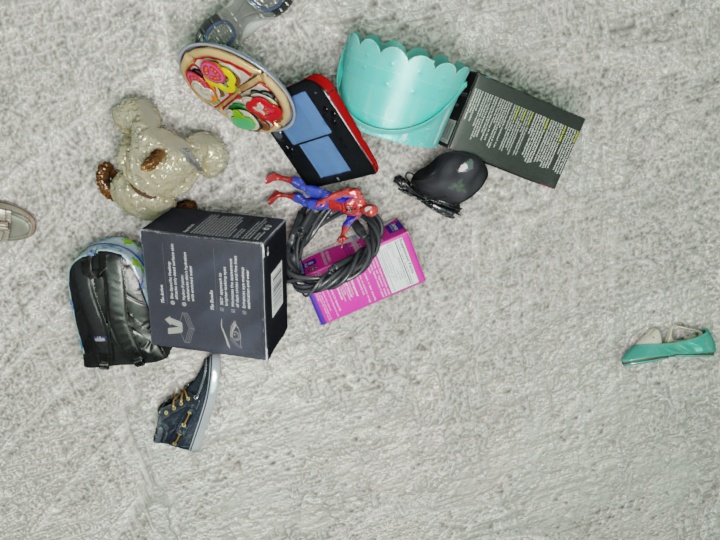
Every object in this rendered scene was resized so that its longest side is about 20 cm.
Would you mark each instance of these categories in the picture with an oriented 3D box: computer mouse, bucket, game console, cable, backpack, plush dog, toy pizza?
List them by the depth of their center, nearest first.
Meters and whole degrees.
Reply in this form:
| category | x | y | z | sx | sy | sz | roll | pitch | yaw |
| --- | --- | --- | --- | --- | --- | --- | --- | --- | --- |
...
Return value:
| category | x | y | z | sx | sy | sz | roll | pitch | yaw |
| --- | --- | --- | --- | --- | --- | --- | --- | --- | --- |
| toy pizza | -0.194 | -0.272 | 1.143 | 0.200 | 0.200 | 0.032 | 30 | 69 | -16 |
| bucket | 0.058 | -0.286 | 1.174 | 0.206 | 0.207 | 0.135 | 11 | 110 | -12 |
| game console | -0.074 | -0.215 | 1.183 | 0.031 | 0.200 | 0.177 | -41 | 112 | -29 |
| plush dog | -0.333 | -0.150 | 1.194 | 0.199 | 0.161 | 0.172 | 24 | 129 | -13 |
| computer mouse | 0.141 | -0.135 | 1.232 | 0.138 | 0.200 | 0.053 | 25 | 71 | -13 |
| cable | -0.048 | -0.035 | 1.234 | 0.162 | 0.201 | 0.051 | 5 | 143 | 15 |
| backpack | -0.406 | 0.046 | 1.239 | 0.162 | 0.154 | 0.201 | -8 | 122 | 11 |

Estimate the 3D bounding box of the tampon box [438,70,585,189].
| category | x | y | z | sx | sy | sz | roll | pitch | yaw |
| --- | --- | --- | --- | --- | --- | --- | --- | --- | --- |
| tampon box | 0.237 | -0.237 | 1.238 | 0.199 | 0.150 | 0.127 | 19 | 102 | -14 |

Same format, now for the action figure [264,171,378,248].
| category | x | y | z | sx | sy | sz | roll | pitch | yaw |
| --- | --- | --- | --- | --- | --- | --- | --- | --- | --- |
| action figure | -0.072 | -0.102 | 1.213 | 0.199 | 0.099 | 0.066 | 11 | 132 | 18 |

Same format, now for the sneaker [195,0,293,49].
| category | x | y | z | sx | sy | sz | roll | pitch | yaw |
| --- | --- | --- | --- | --- | --- | --- | --- | --- | --- |
| sneaker | -0.186 | -0.400 | 1.164 | 0.200 | 0.087 | 0.075 | -42 | 108 | -14 |

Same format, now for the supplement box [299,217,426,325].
| category | x | y | z | sx | sy | sz | roll | pitch | yaw |
| --- | --- | --- | --- | --- | --- | --- | --- | --- | --- |
| supplement box | 0.000 | 0.000 | 1.302 | 0.199 | 0.101 | 0.104 | -22 | 110 | -2 |

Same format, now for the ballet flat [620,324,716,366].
| category | x | y | z | sx | sy | sz | roll | pitch | yaw |
| --- | --- | --- | --- | --- | --- | --- | --- | --- | --- |
| ballet flat | 0.605 | 0.145 | 1.471 | 0.199 | 0.067 | 0.071 | -6 | 84 | -7 |

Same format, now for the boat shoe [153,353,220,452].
| category | x | y | z | sx | sy | sz | roll | pitch | yaw |
| --- | --- | --- | --- | --- | --- | --- | --- | --- | --- |
| boat shoe | -0.314 | 0.237 | 1.343 | 0.090 | 0.071 | 0.201 | 13 | 107 | -17 |

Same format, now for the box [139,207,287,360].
| category | x | y | z | sx | sy | sz | roll | pitch | yaw |
| --- | --- | --- | --- | --- | --- | --- | --- | --- | --- |
| box | -0.224 | 0.018 | 1.165 | 0.199 | 0.118 | 0.198 | 7 | 115 | 10 |

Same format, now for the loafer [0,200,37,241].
| category | x | y | z | sx | sy | sz | roll | pitch | yaw |
| --- | --- | --- | --- | --- | --- | --- | --- | --- | --- |
| loafer | -0.633 | -0.081 | 1.197 | 0.199 | 0.063 | 0.072 | 12 | 106 | -12 |
